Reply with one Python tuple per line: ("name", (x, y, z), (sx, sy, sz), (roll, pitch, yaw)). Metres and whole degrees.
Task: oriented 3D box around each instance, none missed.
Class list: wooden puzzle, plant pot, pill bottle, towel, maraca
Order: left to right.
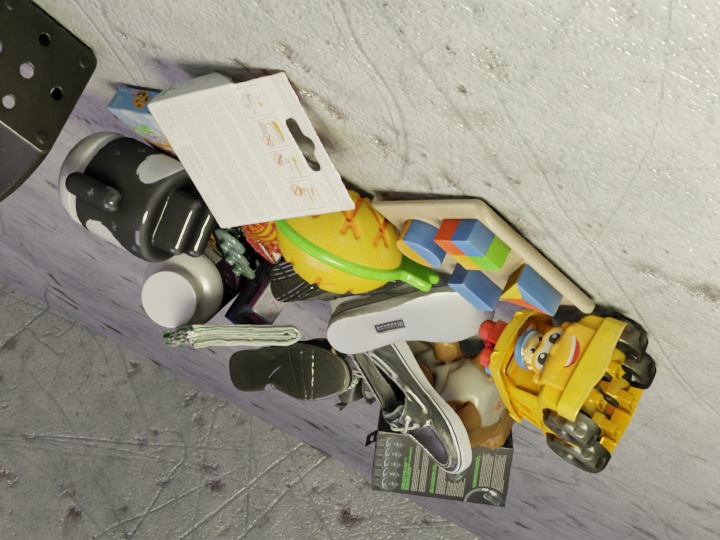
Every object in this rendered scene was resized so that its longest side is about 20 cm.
("plant pot", (-0.415, -0.211, 1.597), (0.200, 0.200, 0.177), (38, 153, -30))
("pill bottle", (-0.223, 0.010, 1.932), (0.112, 0.113, 0.200), (29, -158, 5))
("towel", (-0.171, 0.089, 1.854), (0.148, 0.031, 0.200), (2, 175, -17))
("maraca", (-0.004, -0.026, 1.538), (0.199, 0.107, 0.137), (17, -155, -30))
("wooden puzzle", (0.118, -0.008, 1.467), (0.185, 0.046, 0.200), (39, 164, -31))

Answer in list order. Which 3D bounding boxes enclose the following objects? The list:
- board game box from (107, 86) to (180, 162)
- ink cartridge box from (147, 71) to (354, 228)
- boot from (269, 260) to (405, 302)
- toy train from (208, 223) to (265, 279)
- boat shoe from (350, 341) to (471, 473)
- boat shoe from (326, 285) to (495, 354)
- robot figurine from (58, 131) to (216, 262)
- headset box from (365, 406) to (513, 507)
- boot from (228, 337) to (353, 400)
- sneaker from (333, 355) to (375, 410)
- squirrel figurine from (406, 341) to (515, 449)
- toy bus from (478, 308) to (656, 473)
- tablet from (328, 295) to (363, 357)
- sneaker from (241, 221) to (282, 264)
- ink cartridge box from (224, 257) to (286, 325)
("board game box", (-0.178, -0.145, 1.623), (0.199, 0.037, 0.151), (17, 161, 47))
("ink cartridge box", (-0.103, -0.127, 1.441), (0.199, 0.050, 0.162), (-8, 122, 40))
("boot", (0.000, 0.000, 1.711), (0.199, 0.068, 0.130), (-9, 174, 32))
("toy train", (-0.166, -0.062, 1.812), (0.114, 0.085, 0.200), (37, 168, 13))
("boat shoe", (0.057, 0.164, 1.696), (0.072, 0.068, 0.201), (-27, 95, 47))
("boat shoe", (0.059, 0.046, 1.661), (0.199, 0.070, 0.071), (-13, 121, 15))
("robot figurine", (-0.265, -0.084, 1.681), (0.199, 0.125, 0.151), (27, 150, 24))
("headset box", (0.107, 0.239, 1.978), (0.198, 0.093, 0.174), (7, -162, 1))
("boot", (-0.056, 0.124, 1.897), (0.203, 0.074, 0.153), (-1, -176, 40))
("sneaker", (-0.008, 0.132, 2.021), (0.077, 0.140, 0.200), (20, 163, 37))
("squirrel figurine", (0.106, 0.149, 1.850), (0.186, 0.142, 0.200), (21, 166, 31))
("toy bus", (0.201, 0.103, 1.515), (0.191, 0.136, 0.200), (28, 167, 25))
("tablet", (0.001, 0.081, 1.825), (0.200, 0.014, 0.131), (-133, 31, -52))
("sneaker", (-0.095, -0.060, 1.657), (0.073, 0.077, 0.200), (41, 173, -4))
("ink cartridge box", (-0.124, 0.022, 1.920), (0.042, 0.120, 0.200), (37, 165, -9))
